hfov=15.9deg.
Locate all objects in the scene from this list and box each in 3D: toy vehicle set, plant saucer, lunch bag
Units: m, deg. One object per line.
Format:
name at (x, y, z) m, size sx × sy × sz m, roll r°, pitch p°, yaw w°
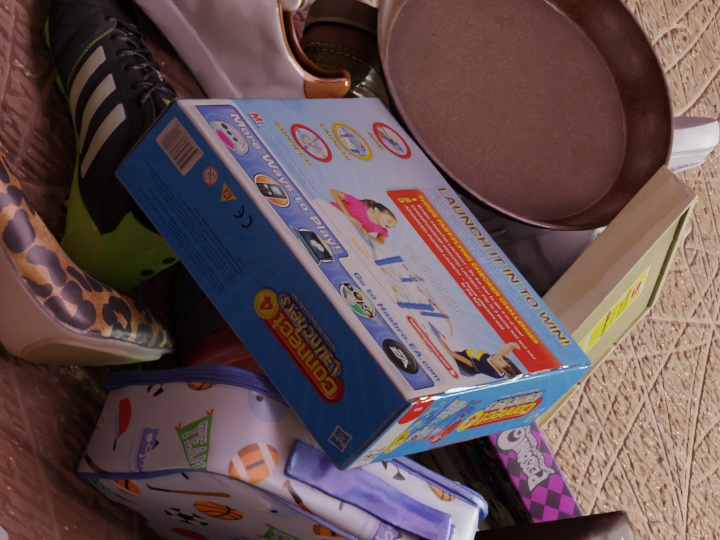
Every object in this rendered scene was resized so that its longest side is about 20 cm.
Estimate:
toy vehicle set at (0.135, 0.025, 1.503) m, size 0.027 × 0.124 × 0.200 m, roll 40°, pitch -15°, yaw 12°
plant saucer at (0.091, -0.107, 1.491) m, size 0.200 × 0.034 × 0.201 m, roll 14°, pitch 60°, yaw -25°
lunch bag at (-0.035, 0.114, 1.336) m, size 0.200 × 0.160 × 0.076 m, roll 30°, pitch 67°, yaw -32°

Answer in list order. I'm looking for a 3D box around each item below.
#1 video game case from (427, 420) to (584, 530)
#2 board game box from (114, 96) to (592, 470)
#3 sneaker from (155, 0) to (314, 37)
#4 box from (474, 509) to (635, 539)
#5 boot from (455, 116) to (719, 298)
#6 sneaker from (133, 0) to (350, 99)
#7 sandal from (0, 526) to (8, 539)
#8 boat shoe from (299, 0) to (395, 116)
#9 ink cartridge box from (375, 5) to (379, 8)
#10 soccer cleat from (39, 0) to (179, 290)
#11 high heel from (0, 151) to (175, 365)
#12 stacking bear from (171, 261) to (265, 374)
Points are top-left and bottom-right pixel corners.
video game case at (0.065, 0.088, 1.558) m, size 0.200 × 0.036 × 0.181 m, roll 62°, pitch -11°, yaw -20°
board game box at (0.000, 0.000, 1.330) m, size 0.200 × 0.056 × 0.196 m, roll 52°, pitch 26°, yaw 18°
sneaker at (-0.058, -0.164, 1.534) m, size 0.200 × 0.075 × 0.105 m, roll 9°, pitch 65°, yaw -50°
box at (0.057, 0.249, 1.427) m, size 0.200 × 0.164 × 0.166 m, roll -26°, pitch 99°, yaw -50°
boot at (0.129, -0.035, 1.568) m, size 0.074 × 0.200 × 0.096 m, roll -151°, pitch -130°, yaw -73°
sneaker at (-0.079, -0.162, 1.415) m, size 0.200 × 0.085 × 0.073 m, roll 52°, pitch 12°, yaw -10°
sandal at (-0.168, 0.187, 1.228) m, size 0.203 × 0.050 × 0.082 m, roll 60°, pitch 16°, yaw -1°
boat shoe at (-0.012, -0.089, 1.551) m, size 0.200 × 0.072 × 0.068 m, roll 69°, pitch 33°, yaw -65°
ink cartridge box at (0.081, -0.090, 1.664) m, size 0.084 × 0.144 × 0.200 m, roll -26°, pitch 99°, yaw -60°
soccer cleat at (-0.124, -0.087, 1.383) m, size 0.067 × 0.081 × 0.200 m, roll 22°, pitch 57°, yaw -54°
high heel at (-0.163, -0.029, 1.298) m, size 0.200 × 0.071 × 0.143 m, roll 16°, pitch 69°, yaw -46°
stacking bear at (-0.049, -0.003, 1.449) m, size 0.114 × 0.122 × 0.200 m, roll 7°, pitch 48°, yaw -11°
